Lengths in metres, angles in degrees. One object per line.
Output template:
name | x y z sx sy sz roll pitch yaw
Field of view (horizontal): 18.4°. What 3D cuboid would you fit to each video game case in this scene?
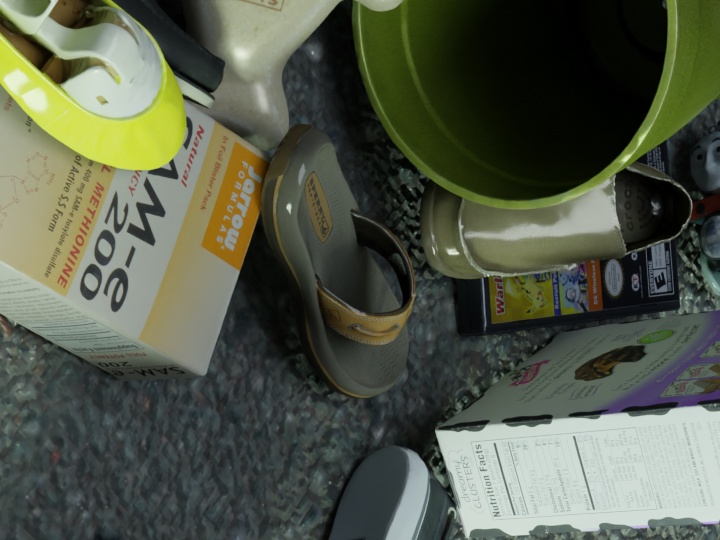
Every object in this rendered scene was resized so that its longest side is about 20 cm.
video game case | 0.123 -0.067 1.366 0.181 0.025 0.200 -6 91 -42

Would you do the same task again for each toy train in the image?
toy train | 0.295 -0.039 1.487 0.200 0.085 0.114 5 71 -40

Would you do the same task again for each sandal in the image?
sandal | 0.000 0.000 1.189 0.200 0.055 0.082 73 32 -46

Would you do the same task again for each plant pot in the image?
plant pot | 0.132 -0.147 1.251 0.193 0.200 0.200 -16 97 -53

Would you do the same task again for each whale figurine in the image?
whale figurine | -0.054 -0.169 1.178 0.159 0.104 0.200 12 99 -11

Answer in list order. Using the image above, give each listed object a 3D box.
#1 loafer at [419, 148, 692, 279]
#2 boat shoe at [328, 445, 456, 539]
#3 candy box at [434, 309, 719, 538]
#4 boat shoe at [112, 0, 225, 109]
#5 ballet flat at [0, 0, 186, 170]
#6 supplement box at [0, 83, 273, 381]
loafer | 0.117 -0.038 1.296 0.200 0.067 0.076 -12 95 -42
boat shoe | 0.004 0.192 1.211 0.057 0.069 0.200 40 59 -33
candy box | 0.171 0.082 1.259 0.168 0.200 0.072 -32 109 -53
boat shoe | -0.139 -0.152 1.089 0.201 0.074 0.063 38 83 -23
ballet flat | -0.141 -0.112 1.006 0.200 0.067 0.067 41 63 -30
supplement box | -0.149 -0.043 1.086 0.200 0.074 0.126 32 66 -36
